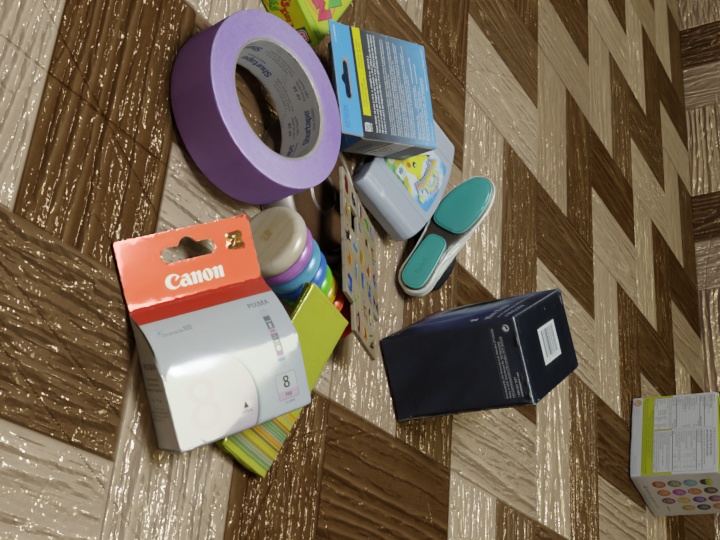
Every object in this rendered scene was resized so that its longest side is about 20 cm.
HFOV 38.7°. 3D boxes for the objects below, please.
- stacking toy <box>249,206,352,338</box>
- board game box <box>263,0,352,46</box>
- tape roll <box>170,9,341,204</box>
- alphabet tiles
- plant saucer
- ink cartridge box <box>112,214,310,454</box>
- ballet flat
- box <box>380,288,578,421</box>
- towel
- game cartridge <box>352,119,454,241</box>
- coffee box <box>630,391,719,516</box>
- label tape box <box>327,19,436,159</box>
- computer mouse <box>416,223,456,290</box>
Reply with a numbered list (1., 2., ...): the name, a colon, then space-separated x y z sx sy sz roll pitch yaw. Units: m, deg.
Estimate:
1. stacking toy: -0.059 0.014 1.165 0.200 0.085 0.086 50 40 -49
2. board game box: -0.059 -0.372 1.312 0.102 0.047 0.200 63 33 -28
3. tape roll: -0.109 -0.176 1.112 0.200 0.065 0.201 25 57 -46
4. alphabet tiles: 0.000 0.000 1.251 0.167 0.008 0.201 61 24 -61
5. plant saucer: -0.055 -0.093 1.248 0.200 0.032 0.201 26 60 -56
6. ink cartridge box: -0.139 0.056 0.987 0.162 0.057 0.201 -16 100 -41
7. ballet flat: 0.122 -0.046 1.455 0.200 0.069 0.069 -54 136 -9
8. box: 0.164 0.113 1.397 0.200 0.198 0.124 -19 95 -61
9. towel: -0.081 0.116 1.088 0.200 0.018 0.086 -61 139 -22
10. game cartridge: 0.066 -0.144 1.431 0.133 0.040 0.200 51 47 -30
11. coffee box: 0.733 0.416 2.308 0.200 0.197 0.201 51 40 -41
12. label tape box: 0.010 -0.226 1.310 0.200 0.063 0.145 0 80 -51
13. computer mouse: 0.100 -0.078 1.500 0.140 0.046 0.201 23 62 -57
